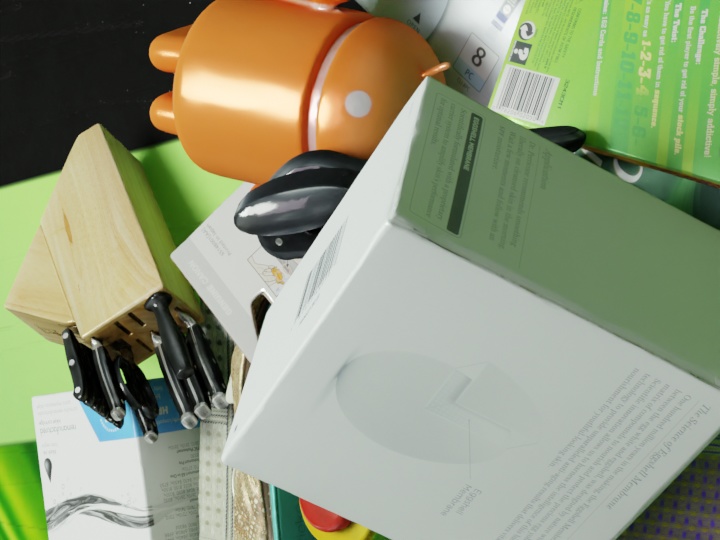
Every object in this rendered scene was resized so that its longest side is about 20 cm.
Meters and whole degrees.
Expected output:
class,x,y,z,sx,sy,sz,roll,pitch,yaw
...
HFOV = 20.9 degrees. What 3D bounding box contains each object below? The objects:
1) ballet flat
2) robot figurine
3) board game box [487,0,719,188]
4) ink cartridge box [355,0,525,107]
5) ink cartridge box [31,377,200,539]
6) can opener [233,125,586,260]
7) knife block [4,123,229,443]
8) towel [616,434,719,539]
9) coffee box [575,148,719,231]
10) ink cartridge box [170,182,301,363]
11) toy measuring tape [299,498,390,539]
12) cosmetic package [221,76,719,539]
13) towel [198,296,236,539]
class,x,y,z,sx,sy,sz,roll,pitch,yaw
ballet flat,-0.063,0.103,1.270,0.065,0.070,0.202,-1,88,50
robot figurine,-0.033,-0.105,1.168,0.199,0.117,0.145,14,75,28
board game box,0.164,-0.102,1.042,0.199,0.030,0.096,20,91,40
ink cartridge box,0.082,-0.213,1.163,0.160,0.047,0.201,47,123,29
ink cartridge box,-0.166,0.182,1.403,0.116,0.068,0.202,-11,86,42
can opener,0.032,-0.039,1.071,0.198,0.079,0.064,-7,116,12
knife block,-0.147,0.011,1.338,0.174,0.064,0.201,11,71,29
towel,0.203,0.071,1.053,0.143,0.023,0.202,6,81,37
coffee box,0.184,-0.071,1.064,0.199,0.044,0.124,30,97,37
ink cartridge box,0.000,0.000,1.215,0.176,0.045,0.200,-45,62,10
toy measuring tape,0.023,0.155,1.184,0.199,0.073,0.074,31,113,36
cosmetic package,0.066,0.043,1.006,0.199,0.123,0.200,27,131,-10
towel,-0.036,0.106,1.310,0.192,0.034,0.202,3,93,39
